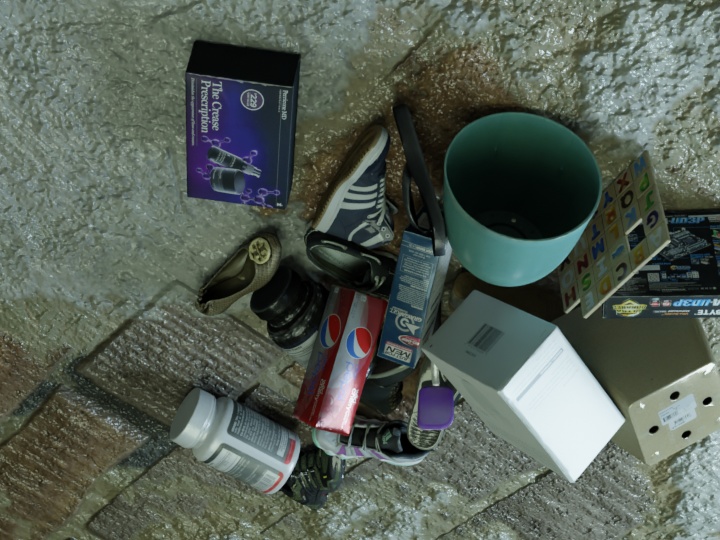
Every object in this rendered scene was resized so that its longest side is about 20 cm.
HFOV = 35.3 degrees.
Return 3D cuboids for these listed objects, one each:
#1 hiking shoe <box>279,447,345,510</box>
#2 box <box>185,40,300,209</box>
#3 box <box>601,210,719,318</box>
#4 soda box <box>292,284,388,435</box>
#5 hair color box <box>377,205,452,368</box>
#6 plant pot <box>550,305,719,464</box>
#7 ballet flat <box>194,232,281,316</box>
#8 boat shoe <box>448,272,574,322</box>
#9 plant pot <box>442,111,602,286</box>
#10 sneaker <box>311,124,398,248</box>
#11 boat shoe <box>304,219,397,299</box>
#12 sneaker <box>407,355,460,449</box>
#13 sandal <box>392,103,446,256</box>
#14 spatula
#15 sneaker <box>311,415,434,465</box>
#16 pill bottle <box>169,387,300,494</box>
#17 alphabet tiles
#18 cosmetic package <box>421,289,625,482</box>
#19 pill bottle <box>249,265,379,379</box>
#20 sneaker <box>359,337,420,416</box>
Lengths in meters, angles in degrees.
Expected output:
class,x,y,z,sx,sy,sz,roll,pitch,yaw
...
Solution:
class,x,y,z,sx,sy,sz,roll,pitch,yaw
hiking shoe,-0.088,0.348,1.961,0.099,0.076,0.201,15,134,-12
box,-0.154,-0.186,1.476,0.139,0.079,0.202,5,133,-1
box,0.418,-0.009,1.510,0.197,0.160,0.046,-2,136,8
soda box,-0.029,0.127,1.616,0.063,0.203,0.070,18,178,-35
hair color box,0.080,0.023,1.583,0.060,0.100,0.202,17,118,12
plant pot,0.411,0.150,1.604,0.198,0.178,0.201,-27,128,0
ballet flat,-0.185,0.009,1.666,0.046,0.068,0.199,0,152,-46
boat shoe,0.224,0.062,1.667,0.198,0.074,0.069,19,140,-4
plant pot,0.196,-0.075,1.462,0.198,0.203,0.162,7,147,1
sneaker,0.020,-0.107,1.530,0.108,0.071,0.200,25,136,-12
boat shoe,0.000,0.000,1.637,0.198,0.061,0.076,27,125,-20
sneaker,0.127,0.172,1.776,0.074,0.106,0.202,23,104,6
sandal,0.069,-0.113,1.466,0.042,0.076,0.203,-17,88,1
spatula,0.113,0.137,1.699,0.056,0.021,0.203,0,93,10
sneaker,0.027,0.269,1.842,0.197,0.079,0.140,8,165,-12
pill bottle,-0.210,0.282,1.890,0.199,0.115,0.114,31,129,-20
alphabet tiles,0.325,-0.038,1.489,0.007,0.169,0.200,22,132,-22
cosmetic package,0.222,0.155,1.552,0.123,0.199,0.200,-45,119,-11
pill bottle,-0.069,0.086,1.692,0.111,0.113,0.200,-28,123,29
sneaker,0.050,0.164,1.763,0.106,0.075,0.199,36,148,-23
